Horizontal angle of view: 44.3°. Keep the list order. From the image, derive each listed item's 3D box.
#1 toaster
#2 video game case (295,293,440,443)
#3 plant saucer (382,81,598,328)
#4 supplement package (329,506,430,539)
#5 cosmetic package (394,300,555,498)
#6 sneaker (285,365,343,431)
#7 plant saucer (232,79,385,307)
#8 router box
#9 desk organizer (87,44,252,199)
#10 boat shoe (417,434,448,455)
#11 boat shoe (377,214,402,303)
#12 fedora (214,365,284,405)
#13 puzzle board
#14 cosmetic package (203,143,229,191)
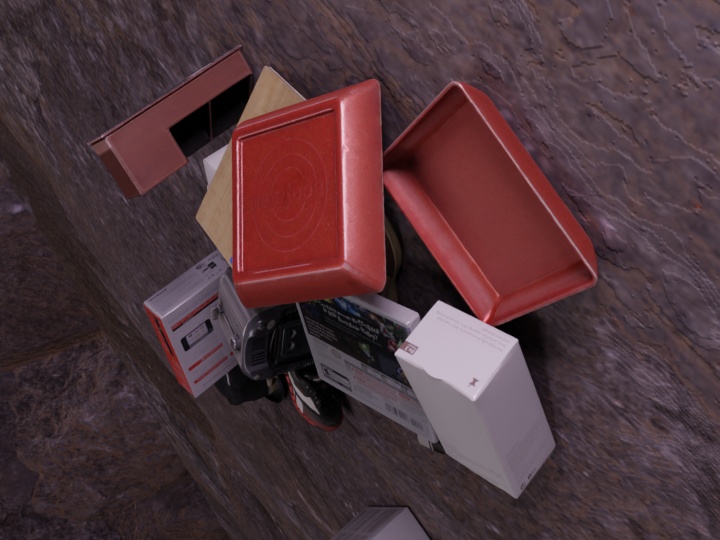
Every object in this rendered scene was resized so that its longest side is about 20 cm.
[{"bbox_3d":[-0.093,0.049,1.146,0.129,0.197,0.115,47,140,40],"label":"toaster"},{"bbox_3d":[0.004,0.090,1.012,0.198,0.023,0.184,24,141,40],"label":"video game case"},{"bbox_3d":[0.112,-0.056,0.797,0.201,0.037,0.200,54,156,0],"label":"plant saucer"},{"bbox_3d":[0.034,0.517,1.529,0.153,0.150,0.200,54,156,0],"label":"supplement package"},{"bbox_3d":[0.124,0.138,0.926,0.112,0.081,0.201,27,154,39],"label":"cosmetic package"},{"bbox_3d":[-0.072,0.174,1.375,0.097,0.070,0.203,14,133,57],"label":"sneaker"},{"bbox_3d":[-0.064,-0.073,0.876,0.197,0.036,0.204,-8,81,41],"label":"plant saucer"},{"bbox_3d":[-0.208,0.064,1.323,0.049,0.199,0.181,32,148,35],"label":"router box"},{"bbox_3d":[-0.206,-0.171,1.023,0.078,0.199,0.071,58,155,-17],"label":"desk organizer"},{"bbox_3d":[0.102,0.147,1.045,0.063,0.071,0.202,22,143,31],"label":"boat shoe"},{"bbox_3d":[0.000,0.000,1.023,0.072,0.072,0.202,39,151,29],"label":"boat shoe"},{"bbox_3d":[-0.226,0.188,1.641,0.200,0.091,0.202,41,152,27],"label":"fedora"},{"bbox_3d":[-0.111,-0.105,0.978,0.151,0.017,0.202,47,116,43],"label":"puzzle board"},{"bbox_3d":[-0.100,-0.071,1.097,0.199,0.084,0.109,40,152,29],"label":"cosmetic package"}]
